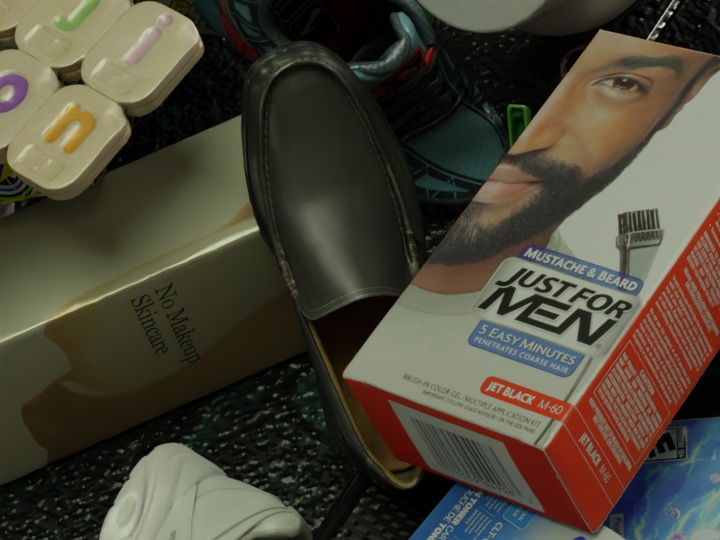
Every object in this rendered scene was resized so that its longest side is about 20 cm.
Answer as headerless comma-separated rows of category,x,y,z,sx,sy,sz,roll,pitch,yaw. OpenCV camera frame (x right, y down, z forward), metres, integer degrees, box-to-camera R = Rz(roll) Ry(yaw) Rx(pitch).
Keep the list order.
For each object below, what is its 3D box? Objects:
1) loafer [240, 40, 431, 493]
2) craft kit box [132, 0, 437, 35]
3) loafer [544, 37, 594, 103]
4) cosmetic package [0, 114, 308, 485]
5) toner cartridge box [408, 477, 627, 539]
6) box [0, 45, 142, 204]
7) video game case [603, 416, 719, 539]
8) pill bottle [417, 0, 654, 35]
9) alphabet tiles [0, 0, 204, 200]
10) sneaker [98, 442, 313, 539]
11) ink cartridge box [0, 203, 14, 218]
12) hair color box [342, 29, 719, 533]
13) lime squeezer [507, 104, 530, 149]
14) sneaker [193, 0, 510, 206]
loafer,0.000,0.000,1.081,0.073,0.200,0.072,-20,17,-2
craft kit box,-0.085,-0.181,1.255,0.200,0.049,0.198,1,37,-29
loafer,0.168,-0.054,1.158,0.200,0.071,0.073,15,59,24
cosmetic package,-0.100,0.010,1.163,0.200,0.105,0.071,-24,53,-2
toner cartridge box,0.025,0.175,1.013,0.200,0.043,0.095,-49,46,-10
box,-0.148,-0.089,1.208,0.070,0.064,0.200,-11,16,9
video game case,0.188,0.147,1.021,0.181,0.045,0.200,-5,53,10
pill bottle,0.103,-0.175,1.181,0.119,0.120,0.200,20,28,27
alphabet tiles,-0.168,-0.105,1.109,0.200,0.015,0.196,29,71,30
sneaker,-0.082,0.166,1.061,0.099,0.078,0.200,15,60,20
ink cartridge box,-0.213,-0.112,1.246,0.050,0.161,0.200,-12,52,3
hair color box,0.097,-0.001,1.043,0.111,0.064,0.200,17,60,40
lime squeezer,0.075,0.031,1.127,0.038,0.071,0.201,5,85,4
sneaker,0.001,-0.089,1.154,0.079,0.200,0.096,-53,28,-4
